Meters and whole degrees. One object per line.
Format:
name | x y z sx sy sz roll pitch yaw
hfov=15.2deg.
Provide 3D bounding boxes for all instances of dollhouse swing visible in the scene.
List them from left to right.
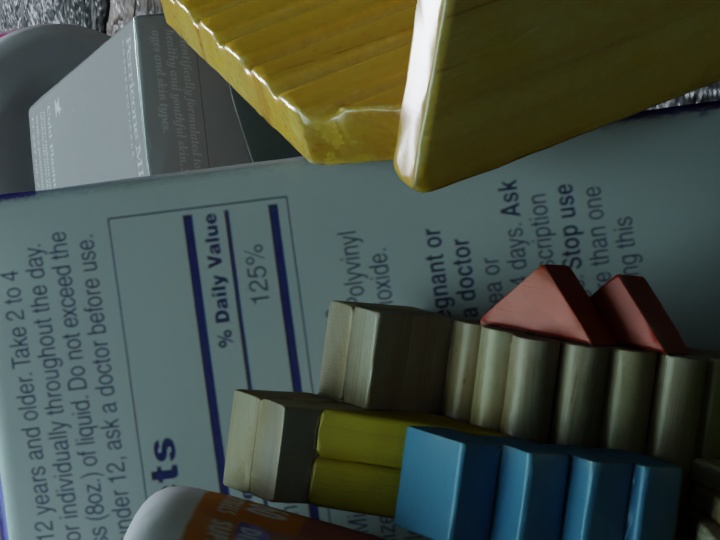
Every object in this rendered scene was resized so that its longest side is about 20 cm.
dollhouse swing | 0.029 -0.154 0.677 0.200 0.181 0.176 -133 25 -59

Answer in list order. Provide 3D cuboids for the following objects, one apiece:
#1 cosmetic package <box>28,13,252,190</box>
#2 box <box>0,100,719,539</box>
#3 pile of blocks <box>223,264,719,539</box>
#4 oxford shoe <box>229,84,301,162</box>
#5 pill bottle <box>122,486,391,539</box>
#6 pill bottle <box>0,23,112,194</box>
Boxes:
cosmetic package | -0.071 -0.037 1.095 0.200 0.090 0.107 151 113 -72
box | 0.012 0.058 0.707 0.105 0.199 0.185 -41 -56 -84
pile of blocks | 0.069 0.034 0.607 0.082 0.199 0.062 -33 -50 -84
oxford shoe | 0.000 0.000 0.970 0.071 0.071 0.201 -27 -70 -82
pill bottle | 0.034 0.125 0.601 0.112 0.199 0.113 15 -90 -87
pill bottle | -0.168 -0.060 1.308 0.200 0.113 0.114 -173 76 -69
